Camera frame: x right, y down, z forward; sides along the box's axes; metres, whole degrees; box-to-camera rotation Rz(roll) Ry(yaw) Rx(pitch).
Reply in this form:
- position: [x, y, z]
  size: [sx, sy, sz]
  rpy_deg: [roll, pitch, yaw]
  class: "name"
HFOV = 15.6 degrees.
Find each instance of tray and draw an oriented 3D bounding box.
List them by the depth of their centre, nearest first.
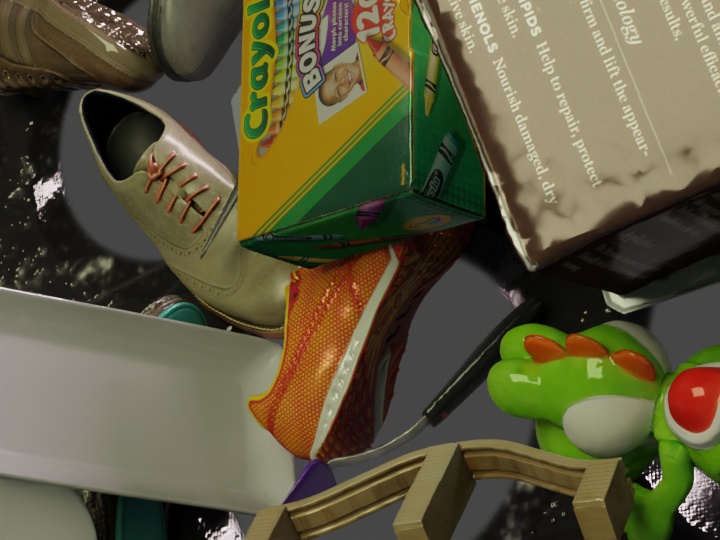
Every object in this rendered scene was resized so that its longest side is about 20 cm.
- position: [-0.126, 0.071, 1.352]
  size: [0.022, 0.199, 0.108]
  rpy_deg: [-43, 44, 46]
  class: "tray"

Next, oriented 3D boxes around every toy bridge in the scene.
- position: [0.036, 0.109, 1.242]
  size: [0.199, 0.027, 0.067]
  rpy_deg: [-10, 29, 28]
  class: "toy bridge"

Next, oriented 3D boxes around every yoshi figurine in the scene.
- position: [0.159, 0.076, 1.233]
  size: [0.199, 0.112, 0.113]
  rpy_deg: [15, 116, 23]
  class: "yoshi figurine"

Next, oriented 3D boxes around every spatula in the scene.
- position: [0.019, 0.082, 1.328]
  size: [0.200, 0.057, 0.021]
  rpy_deg: [-39, 67, -5]
  class: "spatula"

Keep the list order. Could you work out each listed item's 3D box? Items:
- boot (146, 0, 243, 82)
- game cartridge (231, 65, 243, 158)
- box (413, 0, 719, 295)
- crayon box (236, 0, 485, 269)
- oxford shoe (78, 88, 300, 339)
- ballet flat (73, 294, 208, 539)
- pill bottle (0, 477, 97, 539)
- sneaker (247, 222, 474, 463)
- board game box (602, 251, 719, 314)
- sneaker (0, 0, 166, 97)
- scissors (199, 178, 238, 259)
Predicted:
- position: [-0.030, -0.186, 1.487]
  size: [0.131, 0.070, 0.201]
  rpy_deg: [22, 85, 33]
  class: "boot"
- position: [0.006, -0.122, 1.401]
  size: [0.200, 0.041, 0.134]
  rpy_deg: [-45, 37, 26]
  class: "game cartridge"
- position: [0.153, -0.105, 1.187]
  size: [0.199, 0.166, 0.165]
  rpy_deg: [-25, 77, 16]
  class: "box"
- position: [0.001, -0.112, 1.311]
  size: [0.118, 0.058, 0.201]
  rpy_deg: [-16, 66, 41]
  class: "crayon box"
- position: [-0.094, -0.032, 1.442]
  size: [0.071, 0.075, 0.200]
  rpy_deg: [-51, 51, 0]
  class: "oxford shoe"
- position: [-0.131, 0.111, 1.407]
  size: [0.075, 0.068, 0.201]
  rpy_deg: [-12, 64, 41]
  class: "ballet flat"
- position: [-0.230, 0.137, 1.393]
  size: [0.200, 0.114, 0.115]
  rpy_deg: [10, 72, 53]
  class: "pill bottle"
- position: [0.000, 0.000, 1.353]
  size: [0.077, 0.073, 0.201]
  rpy_deg: [28, 91, 30]
  class: "sneaker"
- position: [0.188, -0.102, 1.276]
  size: [0.199, 0.026, 0.201]
  rpy_deg: [-19, 78, 18]
  class: "board game box"
- position: [-0.189, -0.131, 1.573]
  size: [0.200, 0.070, 0.076]
  rpy_deg: [32, 105, 42]
  class: "sneaker"
- position: [-0.037, -0.099, 1.405]
  size: [0.200, 0.014, 0.073]
  rpy_deg: [-56, 32, 12]
  class: "scissors"
